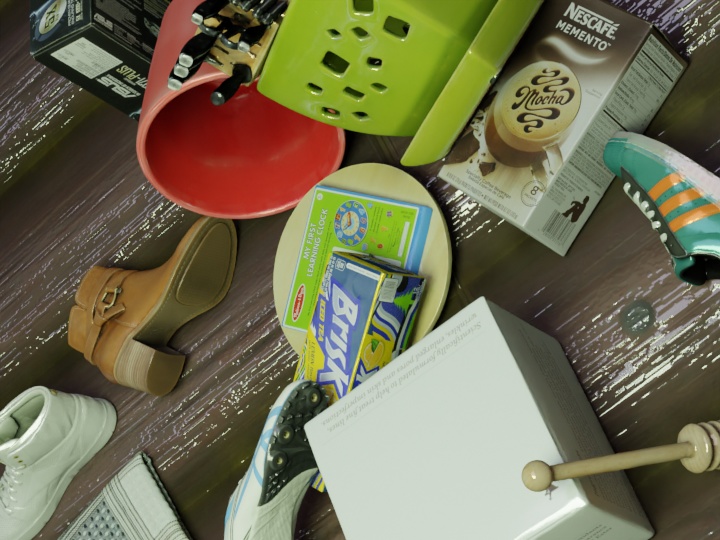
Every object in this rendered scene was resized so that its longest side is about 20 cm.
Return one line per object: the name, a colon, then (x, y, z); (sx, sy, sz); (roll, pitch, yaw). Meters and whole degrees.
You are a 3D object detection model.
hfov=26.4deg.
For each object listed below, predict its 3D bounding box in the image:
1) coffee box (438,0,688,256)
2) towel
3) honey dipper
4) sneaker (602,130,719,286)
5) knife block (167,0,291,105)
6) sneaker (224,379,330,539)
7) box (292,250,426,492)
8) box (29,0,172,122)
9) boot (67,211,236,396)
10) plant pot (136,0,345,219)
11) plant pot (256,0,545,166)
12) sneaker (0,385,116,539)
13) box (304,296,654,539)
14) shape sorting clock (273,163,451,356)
coffee box: (0.174, -0.131, 1.320); (0.113, 0.080, 0.201); (35, 94, 40)
towel: (-0.233, 0.307, 1.471); (0.193, 0.034, 0.200); (-47, 52, 11)
honey dipper: (0.202, 0.136, 1.123); (0.038, 0.199, 0.038); (10, 102, 60)
sneaker: (0.259, -0.040, 1.225); (0.200, 0.071, 0.080); (39, 93, 36)
knife block: (-0.106, -0.203, 1.338); (0.064, 0.200, 0.176); (32, 77, 0)
sneaker: (-0.079, 0.183, 1.314); (0.072, 0.072, 0.201); (30, 108, 46)
box: (-0.011, 0.089, 1.349); (0.070, 0.064, 0.201); (22, 99, 39)
box: (-0.247, -0.264, 1.603); (0.086, 0.200, 0.165); (-21, 61, 28)
boot: (-0.216, 0.019, 1.560); (0.155, 0.076, 0.201); (22, 93, 44)
plant pot: (-0.121, -0.179, 1.496); (0.200, 0.200, 0.178); (-31, 45, 23)
plant pot: (0.049, -0.224, 1.330); (0.200, 0.181, 0.199); (-57, 0, -35)
sneaker: (-0.349, 0.197, 1.549); (0.200, 0.115, 0.074); (-53, 53, 9)
box: (0.091, 0.167, 1.229); (0.199, 0.131, 0.201); (-36, 55, 19)
shape sorting clock: (0.000, 0.000, 1.421); (0.199, 0.039, 0.201); (-6, 79, 31)
